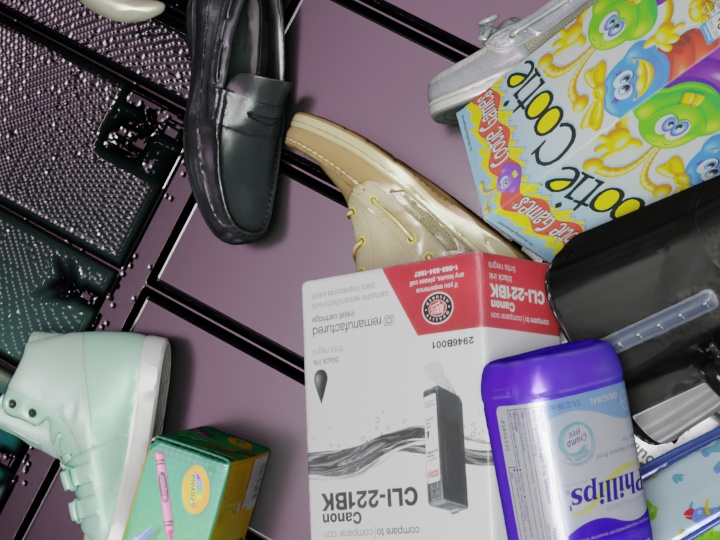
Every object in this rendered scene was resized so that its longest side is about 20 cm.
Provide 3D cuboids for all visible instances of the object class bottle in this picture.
[{"bbox_3d":[0.122,0.142,0.935,0.065,0.083,0.200,-11,89,51],"label":"bottle"}]

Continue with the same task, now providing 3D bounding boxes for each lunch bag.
[{"bbox_3d":[0.228,0.192,1.047,0.161,0.200,0.082,-31,39,6],"label":"lunch bag"}]

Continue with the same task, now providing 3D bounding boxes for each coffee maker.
[{"bbox_3d":[0.217,-0.017,0.978,0.200,0.135,0.192,-26,73,30],"label":"coffee maker"}]

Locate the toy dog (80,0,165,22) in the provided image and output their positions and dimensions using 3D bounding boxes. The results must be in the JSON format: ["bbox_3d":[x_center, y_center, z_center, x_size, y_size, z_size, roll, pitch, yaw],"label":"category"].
[{"bbox_3d":[-0.121,-0.274,1.133,0.200,0.140,0.194,-19,54,-2],"label":"toy dog"}]

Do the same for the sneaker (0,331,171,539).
[{"bbox_3d":[-0.204,0.139,1.170,0.118,0.074,0.201,7,79,3],"label":"sneaker"}]

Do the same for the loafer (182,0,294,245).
[{"bbox_3d":[-0.081,-0.119,1.158,0.070,0.068,0.201,-7,83,45],"label":"loafer"}]

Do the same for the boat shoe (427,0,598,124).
[{"bbox_3d":[0.130,-0.163,1.132,0.202,0.074,0.065,-30,77,3],"label":"boat shoe"}]

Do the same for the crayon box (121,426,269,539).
[{"bbox_3d":[-0.127,0.211,1.133,0.058,0.119,0.200,17,90,9],"label":"crayon box"}]

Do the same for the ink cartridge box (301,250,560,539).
[{"bbox_3d":[0.045,0.099,1.020,0.144,0.084,0.200,-11,78,39],"label":"ink cartridge box"}]

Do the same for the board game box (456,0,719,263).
[{"bbox_3d":[0.174,-0.101,1.055,0.200,0.103,0.105,-38,42,27],"label":"board game box"}]

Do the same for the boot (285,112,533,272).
[{"bbox_3d":[0.000,0.000,1.147,0.200,0.073,0.156,36,95,6],"label":"boot"}]

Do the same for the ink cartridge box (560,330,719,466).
[{"bbox_3d":[0.122,0.125,1.113,0.145,0.084,0.200,41,95,8],"label":"ink cartridge box"}]
